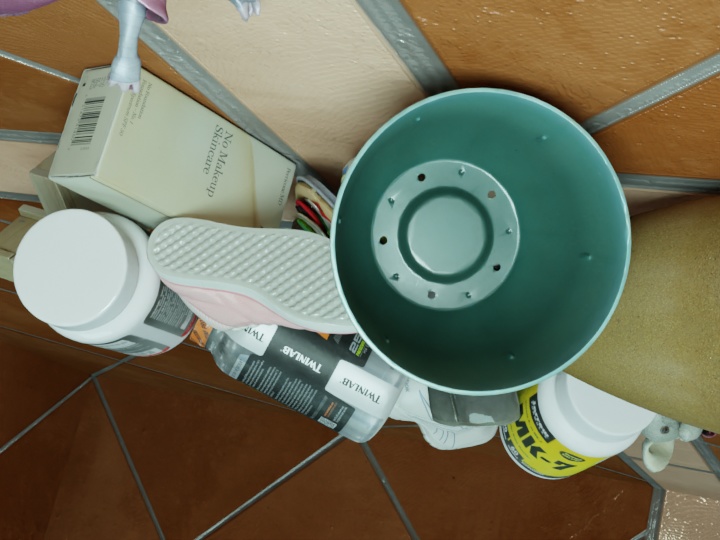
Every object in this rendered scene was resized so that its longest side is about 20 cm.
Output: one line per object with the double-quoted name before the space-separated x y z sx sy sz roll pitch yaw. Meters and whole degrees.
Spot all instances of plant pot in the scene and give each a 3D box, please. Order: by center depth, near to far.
"plant pot" 0.073 -0.022 0.787 0.200 0.201 0.161 15 -178 -5
"plant pot" 0.229 0.031 0.836 0.200 0.187 0.186 1 161 43

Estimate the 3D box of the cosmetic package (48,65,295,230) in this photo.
"cosmetic package" -0.156 -0.086 0.938 0.073 0.104 0.200 2 163 42

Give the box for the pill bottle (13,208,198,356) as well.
"pill bottle" -0.219 0.012 0.960 0.114 0.114 0.200 12 172 9

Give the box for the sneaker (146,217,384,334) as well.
"sneaker" -0.074 0.015 0.911 0.200 0.076 0.105 14 158 9

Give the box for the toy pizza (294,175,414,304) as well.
"toy pizza" 0.000 0.000 0.965 0.200 0.032 0.200 50 175 7

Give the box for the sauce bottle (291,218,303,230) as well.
"sauce bottle" 0.015 -0.001 1.182 0.199 0.065 0.065 17 166 -7

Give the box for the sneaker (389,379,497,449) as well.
"sneaker" 0.102 0.159 1.238 0.087 0.075 0.200 -5 157 40

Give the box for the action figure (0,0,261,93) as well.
"action figure" -0.127 -0.186 0.597 0.199 0.134 0.149 -2 120 13

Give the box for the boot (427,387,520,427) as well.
"boot" 0.070 0.060 1.114 0.181 0.073 0.200 6 121 34

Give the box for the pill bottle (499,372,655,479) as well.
"pill bottle" 0.221 0.141 1.107 0.114 0.115 0.200 15 158 -4

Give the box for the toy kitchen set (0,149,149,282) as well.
"toy kitchen set" -0.300 -0.085 1.147 0.200 0.163 0.181 15 137 31

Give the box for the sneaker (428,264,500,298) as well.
"sneaker" 0.154 -0.005 0.968 0.199 0.078 0.140 -5 151 -21

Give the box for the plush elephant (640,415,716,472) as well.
"plush elephant" 0.351 0.129 1.128 0.165 0.155 0.200 61 168 -13

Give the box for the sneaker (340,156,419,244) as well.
"sneaker" 0.011 -0.051 0.968 0.105 0.076 0.200 7 165 30

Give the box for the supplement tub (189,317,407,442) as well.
"supplement tub" -0.055 0.070 1.048 0.200 0.123 0.123 28 165 -5
